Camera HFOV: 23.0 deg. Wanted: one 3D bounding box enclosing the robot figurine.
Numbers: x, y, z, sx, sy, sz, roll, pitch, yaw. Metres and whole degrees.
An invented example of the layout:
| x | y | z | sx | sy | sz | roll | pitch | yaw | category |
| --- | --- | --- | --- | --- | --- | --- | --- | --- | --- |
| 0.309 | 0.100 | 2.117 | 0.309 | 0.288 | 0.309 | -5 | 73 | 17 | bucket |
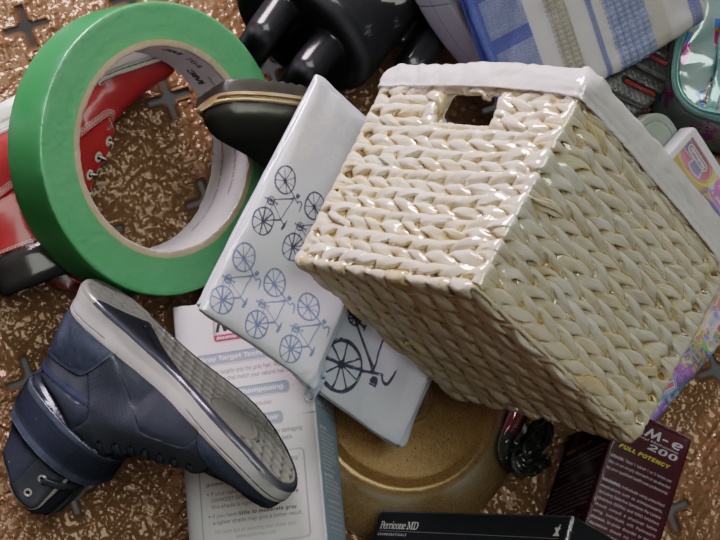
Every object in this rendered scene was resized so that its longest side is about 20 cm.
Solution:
| x | y | z | sx | sy | sz | roll | pitch | yaw | category |
| --- | --- | --- | --- | --- | --- | --- | --- | --- | --- |
| -0.012 | -0.217 | 1.307 | 0.201 | 0.124 | 0.151 | -54 | 134 | -24 | robot figurine |

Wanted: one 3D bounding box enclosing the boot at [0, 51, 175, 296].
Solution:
| x | y | z | sx | sy | sz | roll | pitch | yaw | category |
| --- | --- | --- | --- | --- | --- | --- | --- | --- | --- |
| -0.193 | -0.070 | 1.262 | 0.199 | 0.072 | 0.145 | -33 | 93 | -22 | boot |

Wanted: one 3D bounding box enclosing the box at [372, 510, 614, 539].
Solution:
| x | y | z | sx | sy | sz | roll | pitch | yaw | category |
| --- | --- | --- | --- | --- | --- | --- | --- | --- | --- |
| 0.077 | 0.236 | 1.157 | 0.078 | 0.199 | 0.143 | 28 | 69 | -31 | box |

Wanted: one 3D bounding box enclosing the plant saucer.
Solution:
| x | y | z | sx | sy | sz | roll | pitch | yaw | category |
| --- | --- | --- | --- | --- | --- | --- | --- | --- | --- |
| 0.028 | 0.092 | 1.279 | 0.198 | 0.035 | 0.203 | 4 | 73 | -13 | plant saucer |

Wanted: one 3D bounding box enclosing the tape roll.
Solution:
| x | y | z | sx | sy | sz | roll | pitch | yaw | category |
| --- | --- | --- | --- | --- | --- | --- | --- | --- | --- |
| -0.146 | -0.084 | 1.232 | 0.199 | 0.048 | 0.203 | -1 | 91 | -39 | tape roll |

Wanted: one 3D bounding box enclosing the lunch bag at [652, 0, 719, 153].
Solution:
| x | y | z | sx | sy | sz | roll | pitch | yaw | category |
| --- | --- | --- | --- | --- | --- | --- | --- | --- | --- |
| 0.313 | -0.186 | 1.405 | 0.159 | 0.077 | 0.202 | 15 | 72 | -9 | lunch bag |

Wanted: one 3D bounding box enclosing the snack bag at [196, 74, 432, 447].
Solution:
| x | y | z | sx | sy | sz | roll | pitch | yaw | category |
| --- | --- | --- | --- | --- | --- | --- | --- | --- | --- |
| 0.000 | 0.000 | 1.199 | 0.200 | 0.021 | 0.190 | 39 | 65 | -29 | snack bag |

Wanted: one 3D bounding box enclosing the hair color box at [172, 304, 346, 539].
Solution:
| x | y | z | sx | sy | sz | roll | pitch | yaw | category |
| --- | --- | --- | --- | --- | --- | --- | --- | --- | --- |
| -0.068 | 0.121 | 1.216 | 0.098 | 0.061 | 0.202 | -9 | 75 | 12 | hair color box |

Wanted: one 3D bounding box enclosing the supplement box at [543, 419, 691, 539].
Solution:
| x | y | z | sx | sy | sz | roll | pitch | yaw | category |
| --- | --- | --- | --- | --- | --- | --- | --- | --- | --- |
| 0.159 | 0.206 | 1.239 | 0.060 | 0.109 | 0.202 | 23 | 71 | -6 | supplement box |

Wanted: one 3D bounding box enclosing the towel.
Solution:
| x | y | z | sx | sy | sz | roll | pitch | yaw | category |
| --- | --- | --- | --- | --- | --- | --- | --- | --- | --- |
| 0.158 | -0.209 | 1.284 | 0.199 | 0.024 | 0.148 | -30 | 108 | -23 | towel |

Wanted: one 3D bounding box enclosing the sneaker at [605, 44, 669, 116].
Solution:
| x | y | z | sx | sy | sz | roll | pitch | yaw | category |
| --- | --- | --- | --- | --- | --- | --- | --- | --- | --- |
| 0.201 | -0.177 | 1.371 | 0.073 | 0.087 | 0.202 | 30 | 70 | -8 | sneaker |

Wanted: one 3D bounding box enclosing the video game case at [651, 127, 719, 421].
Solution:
| x | y | z | sx | sy | sz | roll | pitch | yaw | category |
| --- | --- | --- | --- | --- | --- | --- | --- | --- | --- |
| 0.224 | 0.011 | 1.330 | 0.200 | 0.018 | 0.144 | -46 | 112 | -21 | video game case |

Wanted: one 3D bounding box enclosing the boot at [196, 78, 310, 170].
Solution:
| x | y | z | sx | sy | sz | roll | pitch | yaw | category |
| --- | --- | --- | --- | --- | --- | --- | --- | --- | --- |
| -0.028 | -0.040 | 1.226 | 0.198 | 0.077 | 0.140 | 19 | 65 | -30 | boot |

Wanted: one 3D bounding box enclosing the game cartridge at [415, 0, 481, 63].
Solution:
| x | y | z | sx | sy | sz | roll | pitch | yaw | category |
| --- | --- | --- | --- | --- | --- | --- | --- | --- | --- |
| 0.103 | -0.214 | 1.323 | 0.200 | 0.041 | 0.134 | 41 | 58 | -45 | game cartridge |

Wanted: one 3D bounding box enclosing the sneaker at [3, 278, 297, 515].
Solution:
| x | y | z | sx | sy | sz | roll | pitch | yaw | category |
| --- | --- | --- | --- | --- | --- | --- | --- | --- | --- |
| -0.146 | 0.124 | 1.169 | 0.202 | 0.077 | 0.147 | 39 | 101 | 21 | sneaker |

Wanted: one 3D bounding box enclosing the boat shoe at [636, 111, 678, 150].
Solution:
| x | y | z | sx | sy | sz | roll | pitch | yaw | category |
| --- | --- | --- | --- | --- | --- | --- | --- | --- | --- |
| 0.162 | -0.043 | 1.340 | 0.200 | 0.060 | 0.076 | -41 | 114 | -22 | boat shoe |

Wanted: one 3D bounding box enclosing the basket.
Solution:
| x | y | z | sx | sy | sz | roll | pitch | yaw | category |
| --- | --- | --- | --- | --- | --- | --- | --- | --- | --- |
| 0.101 | -0.013 | 1.143 | 0.200 | 0.197 | 0.162 | 40 | 71 | -35 | basket |

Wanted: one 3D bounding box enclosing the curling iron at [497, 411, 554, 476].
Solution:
| x | y | z | sx | sy | sz | roll | pitch | yaw | category |
| --- | --- | --- | --- | --- | --- | --- | --- | --- | --- |
| 0.144 | 0.066 | 1.315 | 0.050 | 0.025 | 0.201 | 51 | 51 | -42 | curling iron |
